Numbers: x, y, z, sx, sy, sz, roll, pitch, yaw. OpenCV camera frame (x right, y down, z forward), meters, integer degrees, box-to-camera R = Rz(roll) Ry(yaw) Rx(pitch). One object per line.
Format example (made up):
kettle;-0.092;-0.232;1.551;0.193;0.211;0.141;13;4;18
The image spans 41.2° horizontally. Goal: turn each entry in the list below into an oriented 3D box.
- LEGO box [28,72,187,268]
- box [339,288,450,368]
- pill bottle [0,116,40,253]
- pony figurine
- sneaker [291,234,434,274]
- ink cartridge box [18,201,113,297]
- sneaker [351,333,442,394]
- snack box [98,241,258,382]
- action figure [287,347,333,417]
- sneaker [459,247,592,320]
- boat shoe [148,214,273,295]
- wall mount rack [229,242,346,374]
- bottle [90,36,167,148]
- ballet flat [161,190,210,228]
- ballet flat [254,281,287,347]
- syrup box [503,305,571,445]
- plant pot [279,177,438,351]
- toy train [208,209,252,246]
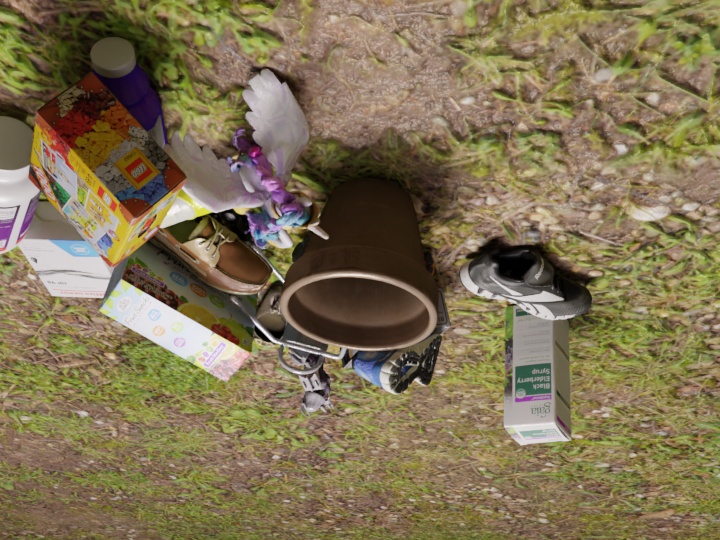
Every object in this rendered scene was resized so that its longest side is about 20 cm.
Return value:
LEGO box;-0.285;-0.103;1.059;0.149;0.077;0.200;48;155;-3
box;0.047;0.090;1.450;0.116;0.060;0.200;-5;162;-17
pill bottle;-0.463;-0.108;1.211;0.112;0.113;0.200;18;147;-20
pony figurine;-0.114;-0.106;1.102;0.193;0.166;0.200;50;170;-7
sneaker;0.000;0.000;1.353;0.199;0.076;0.079;11;154;-5
ink cartridge box;-0.409;-0.017;1.398;0.115;0.067;0.200;2;149;6
sneaker;0.051;0.118;1.337;0.089;0.079;0.200;18;-173;25
snack box;-0.242;0.038;1.311;0.200;0.169;0.068;34;114;-19
action figure;-0.070;0.130;1.454;0.069;0.201;0.130;4;149;4
sneaker;0.245;0.015;1.339;0.199;0.067;0.091;16;150;-12
boat shoe;-0.210;-0.037;1.272;0.199;0.076;0.074;28;154;2
wall mount rack;-0.092;0.047;1.358;0.173;0.200;0.075;16;129;-2
bottle;-0.270;-0.181;1.100;0.083;0.066;0.200;14;149;3
ballet flat;-0.265;-0.089;1.214;0.199;0.067;0.067;13;151;13
ballet flat;-0.141;0.082;1.537;0.067;0.047;0.200;14;148;-12
syrup box;0.266;0.153;1.435;0.078;0.201;0.081;-10;146;26
plant pot;0.004;-0.018;1.219;0.199;0.175;0.200;4;150;2
toy train;-0.189;-0.087;1.275;0.046;0.034;0.200;1;149;16
